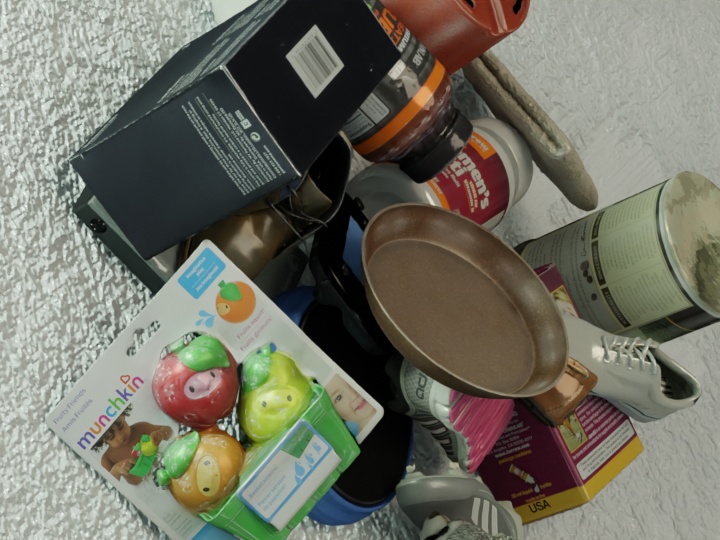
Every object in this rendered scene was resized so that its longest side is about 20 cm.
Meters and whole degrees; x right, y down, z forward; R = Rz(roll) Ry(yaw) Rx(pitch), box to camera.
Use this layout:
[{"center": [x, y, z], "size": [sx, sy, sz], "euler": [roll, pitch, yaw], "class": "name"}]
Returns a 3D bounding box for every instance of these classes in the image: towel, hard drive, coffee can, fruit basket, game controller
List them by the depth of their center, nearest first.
[{"center": [-0.105, 0.111, 1.508], "size": [0.185, 0.094, 0.200], "euler": [-48, 112, -9], "class": "fruit basket"}, {"center": [-0.135, -0.027, 1.636], "size": [0.200, 0.033, 0.140], "euler": [47, 41, -23], "class": "hard drive"}, {"center": [0.000, 0.000, 1.672], "size": [0.104, 0.042, 0.200], "euler": [44, 18, -12], "class": "game controller"}, {"center": [0.260, 0.007, 1.945], "size": [0.146, 0.199, 0.148], "euler": [25, 53, -39], "class": "coffee can"}, {"center": [0.155, -0.151, 1.949], "size": [0.200, 0.034, 0.133], "euler": [52, 2, 29], "class": "towel"}]

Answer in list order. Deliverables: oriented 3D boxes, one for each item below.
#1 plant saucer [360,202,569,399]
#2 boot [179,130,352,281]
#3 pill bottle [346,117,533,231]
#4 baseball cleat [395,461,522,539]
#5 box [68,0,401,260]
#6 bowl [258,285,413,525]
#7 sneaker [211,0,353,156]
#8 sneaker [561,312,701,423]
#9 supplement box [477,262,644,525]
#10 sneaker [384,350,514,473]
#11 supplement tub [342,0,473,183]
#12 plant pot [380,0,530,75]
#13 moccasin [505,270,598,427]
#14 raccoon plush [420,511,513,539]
[{"center": [0.079, 0.031, 1.620], "size": [0.199, 0.035, 0.201], "euler": [23, 38, -20], "class": "plant saucer"}, {"center": [-0.076, -0.044, 1.608], "size": [0.075, 0.097, 0.201], "euler": [48, 41, -21], "class": "boot"}, {"center": [0.075, -0.071, 1.843], "size": [0.200, 0.109, 0.110], "euler": [-33, 96, -52], "class": "pill bottle"}, {"center": [0.094, 0.233, 1.711], "size": [0.200, 0.069, 0.107], "euler": [29, 50, -54], "class": "baseball cleat"}, {"center": [-0.095, -0.128, 1.562], "size": [0.104, 0.181, 0.200], "euler": [54, 40, -14], "class": "box"}, {"center": [-0.019, 0.110, 1.663], "size": [0.200, 0.039, 0.202], "euler": [30, 53, -50], "class": "bowl"}, {"center": [-0.082, -0.161, 1.745], "size": [0.088, 0.075, 0.201], "euler": [-37, 101, -39], "class": "sneaker"}, {"center": [0.235, 0.080, 1.814], "size": [0.199, 0.071, 0.074], "euler": [24, 52, -43], "class": "sneaker"}, {"center": [0.156, 0.115, 1.844], "size": [0.131, 0.103, 0.201], "euler": [-28, 94, -52], "class": "supplement box"}, {"center": [0.071, 0.109, 1.701], "size": [0.074, 0.087, 0.200], "euler": [-55, 156, -10], "class": "sneaker"}, {"center": [0.005, -0.166, 1.699], "size": [0.200, 0.107, 0.107], "euler": [44, 43, -16], "class": "supplement tub"}, {"center": [0.037, -0.245, 1.821], "size": [0.200, 0.194, 0.202], "euler": [25, 54, -39], "class": "plant pot"}, {"center": [0.118, 0.044, 1.725], "size": [0.201, 0.078, 0.074], "euler": [41, -5, 10], "class": "moccasin"}, {"center": [0.086, 0.297, 1.639], "size": [0.097, 0.133, 0.201], "euler": [-34, 97, -52], "class": "raccoon plush"}]
